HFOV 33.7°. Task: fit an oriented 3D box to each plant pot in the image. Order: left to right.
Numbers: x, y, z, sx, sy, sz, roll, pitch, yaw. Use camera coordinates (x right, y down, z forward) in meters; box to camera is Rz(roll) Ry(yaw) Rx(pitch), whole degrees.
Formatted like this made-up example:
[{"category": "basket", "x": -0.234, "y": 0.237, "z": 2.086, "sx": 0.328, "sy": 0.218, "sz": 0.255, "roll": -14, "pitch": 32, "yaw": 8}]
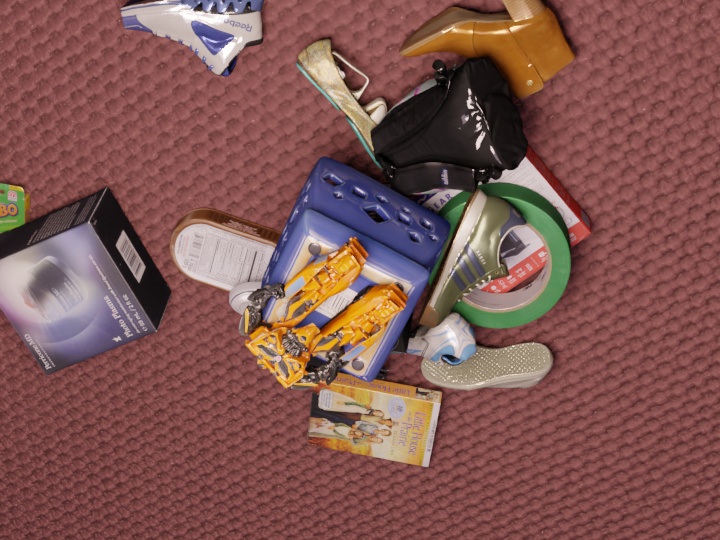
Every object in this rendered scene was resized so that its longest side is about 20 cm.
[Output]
[{"category": "plant pot", "x": -0.018, "y": 0.007, "z": 1.490, "sx": 0.199, "sy": 0.180, "sz": 0.201, "roll": 27, "pitch": 115, "yaw": -3}]

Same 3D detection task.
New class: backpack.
[{"category": "backpack", "x": 0.112, "y": -0.171, "z": 1.535, "sx": 0.199, "sy": 0.126, "sz": 0.168, "roll": -21, "pitch": 86, "yaw": 47}]

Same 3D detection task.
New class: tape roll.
[{"category": "tape roll", "x": 0.188, "y": -0.019, "z": 1.627, "sx": 0.198, "sy": 0.048, "sz": 0.202, "roll": 4, "pitch": 119, "yaw": 8}]

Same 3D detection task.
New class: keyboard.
[{"category": "keyboard", "x": -0.040, "y": 0.139, "z": 1.731, "sx": 0.199, "sy": 0.021, "sz": 0.127, "roll": 13, "pitch": 171, "yaw": -39}]

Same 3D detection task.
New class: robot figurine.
[{"category": "robot figurine", "x": -0.051, "y": 0.059, "z": 1.386, "sx": 0.200, "sy": 0.058, "sz": 0.145, "roll": -39, "pitch": 101, "yaw": 21}]

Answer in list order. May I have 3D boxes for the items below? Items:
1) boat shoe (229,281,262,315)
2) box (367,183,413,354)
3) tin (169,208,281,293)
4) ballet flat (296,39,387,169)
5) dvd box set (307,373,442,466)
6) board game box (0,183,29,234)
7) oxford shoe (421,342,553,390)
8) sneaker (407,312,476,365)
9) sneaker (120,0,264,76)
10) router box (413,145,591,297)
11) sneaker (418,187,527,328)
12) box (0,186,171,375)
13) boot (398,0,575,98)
[{"category": "boat shoe", "x": -0.100, "y": 0.077, "z": 1.745, "sx": 0.198, "sy": 0.066, "sz": 0.074, "roll": 19, "pitch": 132, "yaw": -19}, {"category": "box", "x": 0.000, "y": 0.000, "z": 1.667, "sx": 0.123, "sy": 0.149, "sz": 0.202, "roll": -4, "pitch": 115, "yaw": 11}, {"category": "tin", "x": -0.185, "y": -0.019, "z": 1.755, "sx": 0.198, "sy": 0.042, "sz": 0.113, "roll": 18, "pitch": 124, "yaw": 0}, {"category": "ballet flat", "x": -0.004, "y": -0.226, "z": 1.599, "sx": 0.070, "sy": 0.071, "sz": 0.200, "roll": -33, "pitch": 108, "yaw": 24}, {"category": "dvd box set", "x": 0.020, "y": 0.230, "z": 1.845, "sx": 0.198, "sy": 0.030, "sz": 0.147, "roll": 11, "pitch": 129, "yaw": 3}, {"category": "board game box", "x": -0.551, "y": -0.047, "z": 1.807, "sx": 0.095, "sy": 0.030, "sz": 0.202, "roll": 10, "pitch": 122, "yaw": 3}, {"category": "oxford shoe", "x": 0.189, "y": 0.146, "z": 1.766, "sx": 0.198, "sy": 0.076, "sz": 0.058, "roll": -5, "pitch": 153, "yaw": 14}, {"category": "sneaker", "x": 0.109, "y": 0.106, "z": 1.692, "sx": 0.072, "sy": 0.200, "sz": 0.073, "roll": -30, "pitch": 91, "yaw": -15}, {"category": "sneaker", "x": -0.214, "y": -0.313, "z": 1.576, "sx": 0.197, "sy": 0.081, "sz": 0.116, "roll": -3, "pitch": 115, "yaw": 9}, {"category": "router box", "x": 0.188, "y": -0.070, "z": 1.656, "sx": 0.199, "sy": 0.049, "sz": 0.180, "roll": -37, "pitch": 107, "yaw": 25}, {"category": "sneaker", "x": 0.152, "y": -0.002, "z": 1.566, "sx": 0.089, "sy": 0.067, "sz": 0.202, "roll": 22, "pitch": 107, "yaw": -2}, {"category": "box", "x": -0.418, "y": 0.019, "z": 1.752, "sx": 0.197, "sy": 0.124, "sz": 0.201, "roll": -21, "pitch": 116, "yaw": 15}, {"category": "boot", "x": 0.164, "y": -0.278, "z": 1.539, "sx": 0.200, "sy": 0.071, "sz": 0.144, "roll": -23, "pitch": 118, "yaw": 25}]
